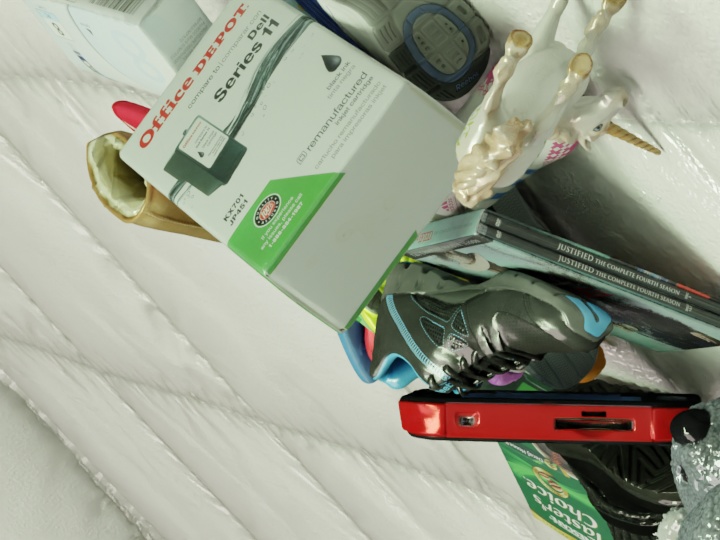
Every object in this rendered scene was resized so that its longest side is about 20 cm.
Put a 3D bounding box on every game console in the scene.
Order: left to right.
[{"bbox_3d":[0.130,0.092,1.768,0.199,0.031,0.177,1,-176,7],"label":"game console"}]

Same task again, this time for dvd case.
[{"bbox_3d":[0.138,0.009,1.683,0.199,0.022,0.146,22,169,-16],"label":"dvd case"}]

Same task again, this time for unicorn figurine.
[{"bbox_3d":[0.105,-0.098,1.462,0.074,0.200,0.138,42,138,20],"label":"unicorn figurine"}]

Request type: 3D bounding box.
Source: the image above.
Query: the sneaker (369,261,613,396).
[{"bbox_3d":[0.082,0.045,1.681,0.073,0.082,0.200,27,166,-34],"label":"sneaker"}]

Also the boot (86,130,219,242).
[{"bbox_3d":[-0.115,-0.071,1.934,0.200,0.066,0.175,13,-162,-38],"label":"boot"}]

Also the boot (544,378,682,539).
[{"bbox_3d":[0.227,0.165,1.910,0.158,0.079,0.211,55,167,-26],"label":"boot"}]

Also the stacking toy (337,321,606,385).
[{"bbox_3d":[0.091,0.042,1.919,0.199,0.116,0.110,17,154,27],"label":"stacking toy"}]

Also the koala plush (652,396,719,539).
[{"bbox_3d":[0.256,0.123,1.585,0.183,0.178,0.200,26,166,-21],"label":"koala plush"}]

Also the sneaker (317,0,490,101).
[{"bbox_3d":[-0.009,-0.180,1.599,0.200,0.075,0.087,49,167,-21],"label":"sneaker"}]

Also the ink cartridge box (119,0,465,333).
[{"bbox_3d":[-0.041,-0.074,1.614,0.083,0.147,0.200,35,-179,-39],"label":"ink cartridge box"}]

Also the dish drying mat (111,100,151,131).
[{"bbox_3d":[-0.075,-0.068,1.771,0.200,0.018,0.077,24,171,30],"label":"dish drying mat"}]

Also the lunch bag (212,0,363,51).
[{"bbox_3d":[-0.041,-0.115,1.817,0.161,0.082,0.200,44,164,-1],"label":"lunch bag"}]

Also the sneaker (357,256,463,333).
[{"bbox_3d":[0.000,0.000,1.820,0.200,0.074,0.084,32,175,16],"label":"sneaker"}]

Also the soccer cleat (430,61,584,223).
[{"bbox_3d":[0.081,-0.072,1.629,0.070,0.086,0.200,42,164,0],"label":"soccer cleat"}]

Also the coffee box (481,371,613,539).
[{"bbox_3d":[0.169,0.161,2.102,0.123,0.044,0.200,31,160,35],"label":"coffee box"}]

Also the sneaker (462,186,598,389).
[{"bbox_3d":[0.101,-0.007,1.805,0.200,0.073,0.071,61,166,-27],"label":"sneaker"}]

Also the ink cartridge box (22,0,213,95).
[{"bbox_3d":[-0.126,-0.121,1.768,0.160,0.047,0.200,19,151,51],"label":"ink cartridge box"}]
